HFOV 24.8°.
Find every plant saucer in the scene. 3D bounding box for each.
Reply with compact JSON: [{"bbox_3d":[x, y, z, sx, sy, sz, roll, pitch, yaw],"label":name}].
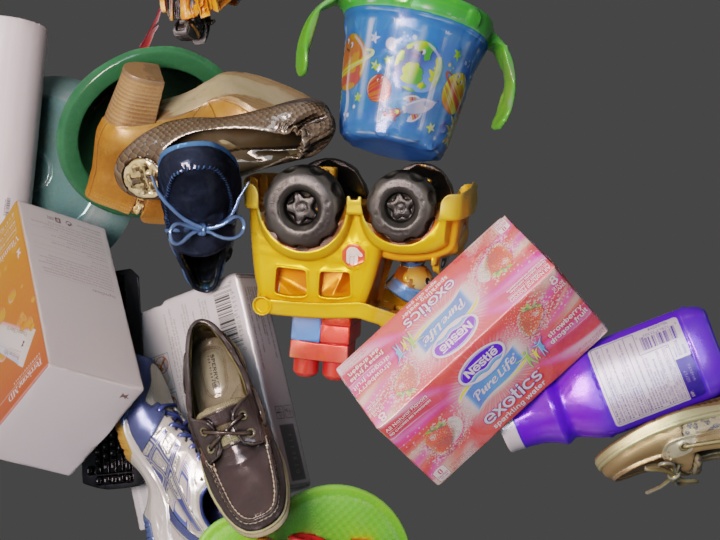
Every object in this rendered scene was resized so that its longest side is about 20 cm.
[{"bbox_3d":[-0.309,-0.093,1.568,0.199,0.036,0.201,-2,82,13],"label":"plant saucer"}]

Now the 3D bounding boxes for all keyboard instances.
[{"bbox_3d":[-0.249,0.102,1.511,0.104,0.040,0.201,-10,78,31],"label":"keyboard"}]

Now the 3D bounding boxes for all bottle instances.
[{"bbox_3d":[0.213,0.100,1.400,0.199,0.065,0.084,-23,81,10],"label":"bottle"}]

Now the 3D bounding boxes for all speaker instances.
[{"bbox_3d":[-0.339,-0.134,1.521,0.081,0.081,0.201,2,83,14],"label":"speaker"}]

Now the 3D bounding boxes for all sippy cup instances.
[{"bbox_3d":[0.040,-0.169,1.439,0.177,0.140,0.131,9,84,21],"label":"sippy cup"}]

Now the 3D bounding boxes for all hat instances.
[{"bbox_3d":[-0.201,-0.172,1.552,0.200,0.166,0.176,-34,34,5],"label":"hat"}]

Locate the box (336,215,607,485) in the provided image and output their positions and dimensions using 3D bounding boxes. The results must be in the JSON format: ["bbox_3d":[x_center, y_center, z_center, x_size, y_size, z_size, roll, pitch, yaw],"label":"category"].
[{"bbox_3d":[0.094,0.067,1.386,0.200,0.103,0.095,-42,38,3],"label":"box"}]

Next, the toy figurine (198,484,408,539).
[{"bbox_3d":[-0.024,0.261,1.334,0.199,0.184,0.151,10,89,-17],"label":"toy figurine"}]

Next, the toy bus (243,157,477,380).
[{"bbox_3d":[0.000,0.000,1.441,0.199,0.136,0.193,2,96,11],"label":"toy bus"}]

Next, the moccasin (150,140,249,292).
[{"bbox_3d":[-0.128,-0.042,1.388,0.080,0.200,0.069,-6,66,1],"label":"moccasin"}]

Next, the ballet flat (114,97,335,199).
[{"bbox_3d":[-0.117,-0.100,1.403,0.199,0.046,0.068,-13,123,5],"label":"ballet flat"}]

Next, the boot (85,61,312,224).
[{"bbox_3d":[-0.140,-0.104,1.470,0.200,0.071,0.145,9,122,-16],"label":"boot"}]

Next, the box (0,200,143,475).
[{"bbox_3d":[-0.280,0.059,1.447,0.124,0.097,0.201,-48,43,27],"label":"box"}]

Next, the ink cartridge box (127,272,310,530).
[{"bbox_3d":[-0.146,0.123,1.497,0.173,0.043,0.201,-20,78,31],"label":"ink cartridge box"}]

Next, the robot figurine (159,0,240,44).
[{"bbox_3d":[-0.137,-0.290,1.459,0.058,0.200,0.146,-5,119,14],"label":"robot figurine"}]

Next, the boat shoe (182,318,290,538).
[{"bbox_3d":[-0.115,0.131,1.381,0.073,0.065,0.201,-25,57,0],"label":"boat shoe"}]

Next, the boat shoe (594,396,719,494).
[{"bbox_3d":[0.296,0.143,1.370,0.199,0.073,0.063,-21,75,9],"label":"boat shoe"}]

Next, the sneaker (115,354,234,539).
[{"bbox_3d":[-0.154,0.165,1.442,0.088,0.075,0.201,-18,88,23],"label":"sneaker"}]
